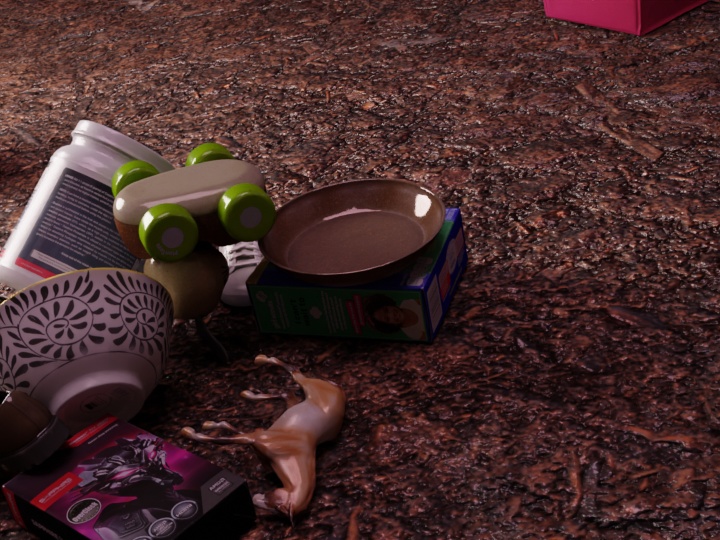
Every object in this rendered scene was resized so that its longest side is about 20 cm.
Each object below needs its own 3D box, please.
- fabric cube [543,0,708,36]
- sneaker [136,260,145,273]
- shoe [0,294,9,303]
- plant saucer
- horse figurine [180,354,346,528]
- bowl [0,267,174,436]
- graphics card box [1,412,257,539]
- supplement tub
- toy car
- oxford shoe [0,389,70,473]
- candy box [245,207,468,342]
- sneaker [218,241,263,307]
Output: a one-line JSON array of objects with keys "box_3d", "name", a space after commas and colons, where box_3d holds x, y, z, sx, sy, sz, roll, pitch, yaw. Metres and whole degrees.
[{"box_3d": [0.440, -0.523, 1.956, 0.200, 0.196, 0.199, -29, 36, -31], "name": "fabric cube"}, {"box_3d": [-0.214, -0.033, 1.427, 0.115, 0.075, 0.200, 16, 44, 38], "name": "sneaker"}, {"box_3d": [-0.352, 0.076, 1.294, 0.200, 0.053, 0.070, 20, 41, 42], "name": "shoe"}, {"box_3d": [-0.007, -0.036, 1.244, 0.200, 0.037, 0.200, -7, 31, 4], "name": "plant saucer"}, {"box_3d": [-0.069, 0.141, 1.087, 0.132, 0.050, 0.200, 18, 32, 20], "name": "horse figurine"}, {"box_3d": [-0.262, 0.097, 1.134, 0.201, 0.201, 0.094, -18, 57, -13], "name": "bowl"}, {"box_3d": [-0.203, 0.202, 1.028, 0.200, 0.051, 0.125, 18, 40, 39], "name": "graphics card box"}, {"box_3d": [-0.304, -0.051, 1.316, 0.140, 0.140, 0.200, 18, 79, 41], "name": "supplement tub"}, {"box_3d": [-0.165, -0.008, 1.233, 0.158, 0.200, 0.164, -15, 28, -17], "name": "toy car"}, {"box_3d": [-0.355, 0.147, 1.097, 0.200, 0.084, 0.073, -23, 24, 38], "name": "oxford shoe"}, {"box_3d": [0.000, 0.000, 1.293, 0.200, 0.077, 0.169, 0, 32, 20], "name": "candy box"}, {"box_3d": [-0.142, -0.032, 1.389, 0.073, 0.085, 0.200, -9, 31, -2], "name": "sneaker"}]
